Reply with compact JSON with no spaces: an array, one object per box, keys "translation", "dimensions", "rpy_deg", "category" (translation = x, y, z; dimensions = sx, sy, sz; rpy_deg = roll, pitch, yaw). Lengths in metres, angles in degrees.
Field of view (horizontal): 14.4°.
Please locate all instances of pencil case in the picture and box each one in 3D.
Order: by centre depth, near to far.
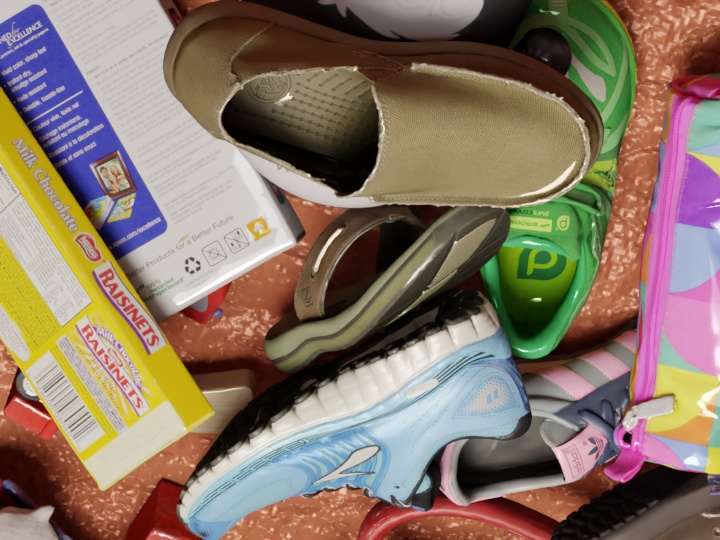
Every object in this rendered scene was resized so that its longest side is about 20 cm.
[{"translation":[0.172,0.005,1.360],"dimensions":[0.088,0.088,0.200],"rpy_deg":[8,98,0],"category":"pencil case"}]

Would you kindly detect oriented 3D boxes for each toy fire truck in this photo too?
[{"translation":[-0.104,0.064,1.471],"dimensions":[0.141,0.049,0.200],"rpy_deg":[31,117,-14],"category":"toy fire truck"}]

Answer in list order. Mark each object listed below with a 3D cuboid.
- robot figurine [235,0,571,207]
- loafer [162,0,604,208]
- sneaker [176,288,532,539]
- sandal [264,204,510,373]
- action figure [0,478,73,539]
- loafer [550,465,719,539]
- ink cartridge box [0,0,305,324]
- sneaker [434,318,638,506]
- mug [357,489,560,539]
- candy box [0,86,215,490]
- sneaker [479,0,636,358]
[{"translation":[0.012,-0.124,1.311],"dimensions":[0.125,0.150,0.200],"rpy_deg":[9,123,-29],"category":"robot figurine"},{"translation":[0.012,-0.061,1.236],"dimensions":[0.200,0.067,0.076],"rpy_deg":[9,123,-13],"category":"loafer"},{"translation":[-0.004,0.092,1.402],"dimensions":[0.200,0.078,0.090],"rpy_deg":[-29,102,25],"category":"sneaker"},{"translation":[-0.001,0.001,1.373],"dimensions":[0.057,0.080,0.201],"rpy_deg":[61,148,-1],"category":"sandal"},{"translation":[-0.199,0.186,1.510],"dimensions":[0.200,0.105,0.193],"rpy_deg":[39,137,-3],"category":"action figure"},{"translation":[0.193,0.119,1.442],"dimensions":[0.200,0.073,0.071],"rpy_deg":[-27,105,-3],"category":"loafer"},{"translation":[-0.117,-0.078,1.372],"dimensions":[0.095,0.037,0.200],"rpy_deg":[-29,96,12],"category":"ink cartridge box"},{"translation":[0.128,0.074,1.439],"dimensions":[0.200,0.082,0.070],"rpy_deg":[-20,116,15],"category":"sneaker"},{"translation":[0.081,0.208,1.489],"dimensions":[0.200,0.134,0.178],"rpy_deg":[-5,141,3],"category":"mug"},{"translation":[-0.153,0.006,1.385],"dimensions":[0.200,0.026,0.102],"rpy_deg":[57,142,2],"category":"candy box"},{"translation":[0.094,-0.046,1.371],"dimensions":[0.074,0.084,0.200],"rpy_deg":[2,120,4],"category":"sneaker"}]
